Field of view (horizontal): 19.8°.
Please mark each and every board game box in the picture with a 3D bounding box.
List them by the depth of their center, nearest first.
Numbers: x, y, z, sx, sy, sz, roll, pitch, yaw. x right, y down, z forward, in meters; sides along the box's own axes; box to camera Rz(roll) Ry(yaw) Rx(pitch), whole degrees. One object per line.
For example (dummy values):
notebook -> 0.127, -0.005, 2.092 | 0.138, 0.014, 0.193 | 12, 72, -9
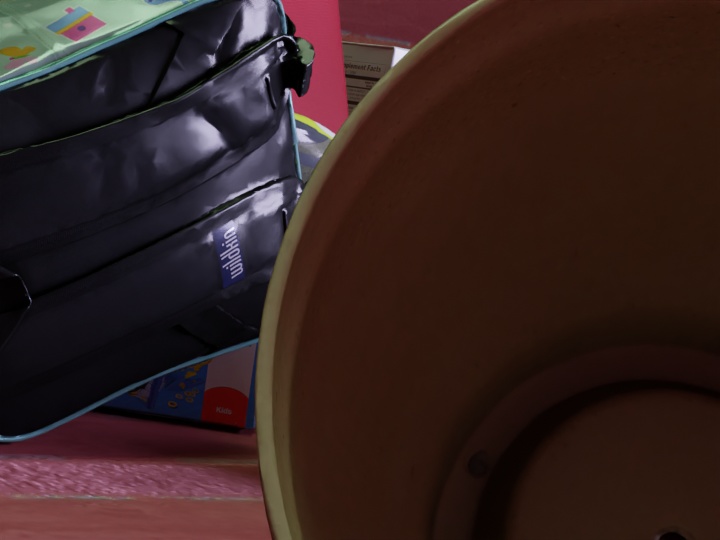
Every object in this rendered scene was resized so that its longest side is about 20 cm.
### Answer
board game box -> -0.137, 0.025, 1.035 | 0.195, 0.056, 0.200 | 9, 4, 0

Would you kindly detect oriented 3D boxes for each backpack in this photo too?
backpack -> -0.130, -0.032, 0.854 | 0.153, 0.177, 0.200 | 25, 44, 37

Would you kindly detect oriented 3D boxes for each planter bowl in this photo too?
planter bowl -> 0.077, 0.049, 0.444 | 0.199, 0.201, 0.135 | 8, -23, 1

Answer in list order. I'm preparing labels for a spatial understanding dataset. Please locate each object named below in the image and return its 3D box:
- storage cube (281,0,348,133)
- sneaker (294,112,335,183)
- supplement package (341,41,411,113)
storage cube -> -0.128, -0.126, 1.281 | 0.170, 0.181, 0.199 | -22, -26, 38
sneaker -> 0.000, 0.000, 1.034 | 0.200, 0.074, 0.081 | 47, 3, -20
supplement package -> 0.031, -0.068, 1.596 | 0.151, 0.201, 0.150 | 5, 6, -34
